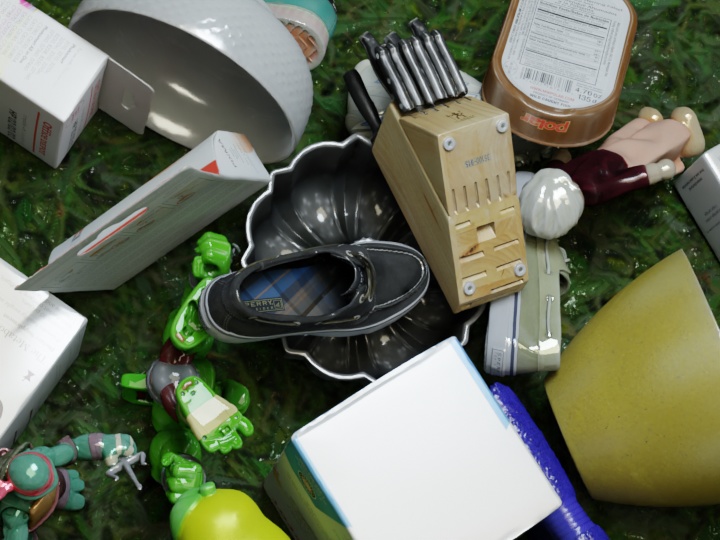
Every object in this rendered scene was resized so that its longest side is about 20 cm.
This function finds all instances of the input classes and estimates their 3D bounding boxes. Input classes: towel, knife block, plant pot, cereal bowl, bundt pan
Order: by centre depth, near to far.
[{"bbox_3d":[0.150,0.180,1.707,0.049,0.148,0.201,-31,81,-9],"label":"towel"},{"bbox_3d":[-0.122,-0.171,1.729,0.199,0.200,0.084,27,67,-3],"label":"cereal bowl"},{"bbox_3d":[0.052,-0.088,1.736,0.064,0.175,0.202,-18,113,-21],"label":"knife block"},{"bbox_3d":[0.225,0.103,1.740,0.141,0.200,0.201,-23,79,7],"label":"plant pot"},{"bbox_3d":[0.000,0.000,1.767,0.200,0.076,0.204,3,73,-10],"label":"bundt pan"}]

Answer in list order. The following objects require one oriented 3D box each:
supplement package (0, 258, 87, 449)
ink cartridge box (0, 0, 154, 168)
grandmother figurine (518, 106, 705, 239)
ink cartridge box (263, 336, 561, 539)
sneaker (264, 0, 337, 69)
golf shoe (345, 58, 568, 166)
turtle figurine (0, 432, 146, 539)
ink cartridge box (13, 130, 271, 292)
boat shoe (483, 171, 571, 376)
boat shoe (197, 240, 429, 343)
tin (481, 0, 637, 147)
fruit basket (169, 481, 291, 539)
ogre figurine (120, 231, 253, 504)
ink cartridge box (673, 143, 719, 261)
[{"bbox_3d":[-0.306,0.097,1.658,0.113,0.110,0.201,34,70,0],"label":"supplement package"},{"bbox_3d":[-0.263,-0.152,1.736,0.199,0.115,0.068,33,71,0],"label":"ink cartridge box"},{"bbox_3d":[0.197,-0.077,1.787,0.199,0.121,0.061,-30,105,-41],"label":"grandmother figurine"},{"bbox_3d":[0.032,0.166,1.657,0.145,0.200,0.147,-31,82,-15],"label":"ink cartridge box"},{"bbox_3d":[-0.116,-0.220,1.818,0.198,0.072,0.080,16,44,2],"label":"sneaker"},{"bbox_3d":[0.085,-0.137,1.829,0.198,0.078,0.098,1,64,-15],"label":"golf shoe"},{"bbox_3d":[-0.226,0.167,1.606,0.100,0.200,0.150,38,71,1],"label":"turtle figurine"},{"bbox_3d":[-0.167,-0.044,1.654,0.162,0.200,0.050,-34,80,12],"label":"ink cartridge box"},{"bbox_3d":[0.136,0.006,1.775,0.061,0.072,0.201,7,51,3],"label":"boat shoe"},{"bbox_3d":[-0.024,0.010,1.661,0.199,0.066,0.071,-5,77,-31],"label":"boat shoe"},{"bbox_3d":[0.165,-0.176,1.826,0.111,0.042,0.201,19,43,0],"label":"tin"},{"bbox_3d":[-0.078,0.259,1.598,0.215,0.216,0.156,31,70,-1],"label":"fruit basket"},{"bbox_3d":[-0.129,0.083,1.694,0.097,0.120,0.202,-10,78,-18],"label":"ogre figurine"},{"bbox_3d":[0.377,-0.031,1.849,0.145,0.084,0.201,-29,82,-17],"label":"ink cartridge box"}]
